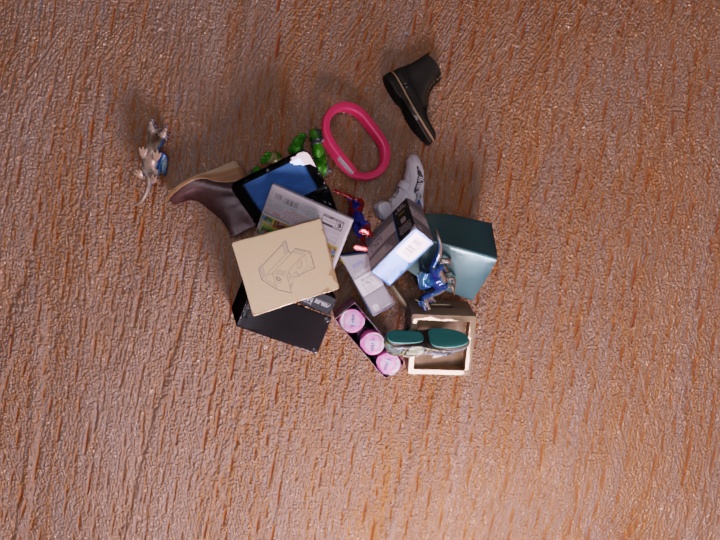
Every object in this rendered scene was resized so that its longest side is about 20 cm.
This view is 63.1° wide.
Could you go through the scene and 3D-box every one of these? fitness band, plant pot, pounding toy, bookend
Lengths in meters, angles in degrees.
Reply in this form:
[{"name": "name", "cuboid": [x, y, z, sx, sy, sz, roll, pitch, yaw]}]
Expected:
[{"name": "fitness band", "cuboid": [-0.012, -0.312, 1.423, 0.144, 0.037, 0.200, -44, 102, -26]}, {"name": "plant pot", "cuboid": [0.200, -0.048, 1.399, 0.198, 0.142, 0.142, 16, 130, -9]}, {"name": "pounding toy", "cuboid": [0.170, 0.143, 1.456, 0.198, 0.142, 0.186, 2, 108, -3]}, {"name": "bookend", "cuboid": [-0.194, 0.101, 1.394, 0.199, 0.199, 0.093, 22, 91, -17]}]

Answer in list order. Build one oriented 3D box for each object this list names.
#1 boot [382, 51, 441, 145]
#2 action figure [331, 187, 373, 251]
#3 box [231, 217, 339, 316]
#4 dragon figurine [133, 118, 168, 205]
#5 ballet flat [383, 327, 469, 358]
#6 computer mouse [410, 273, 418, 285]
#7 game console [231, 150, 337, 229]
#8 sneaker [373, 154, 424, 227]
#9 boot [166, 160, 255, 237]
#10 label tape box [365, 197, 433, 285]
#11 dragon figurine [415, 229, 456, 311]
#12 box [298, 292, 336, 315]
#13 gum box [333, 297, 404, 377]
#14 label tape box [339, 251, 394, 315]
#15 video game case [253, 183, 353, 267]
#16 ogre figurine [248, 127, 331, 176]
[{"name": "boot", "cuboid": [0.164, -0.426, 1.440, 0.138, 0.077, 0.201, -33, 97, -7]}, {"name": "action figure", "cuboid": [-0.030, -0.128, 1.381, 0.098, 0.201, 0.066, 15, 119, -15]}, {"name": "box", "cuboid": [-0.160, -0.009, 1.272, 0.198, 0.021, 0.165, -17, 97, -11]}, {"name": "dragon figurine", "cuboid": [-0.493, -0.253, 1.388, 0.058, 0.100, 0.202, 10, 112, -8]}, {"name": "ballet flat", "cuboid": [0.152, 0.173, 1.364, 0.198, 0.074, 0.075, 4, 93, -1]}, {"name": "computer mouse", "cuboid": [0.124, -0.020, 1.483, 0.200, 0.034, 0.059, 45, 71, 1]}, {"name": "game console", "cuboid": [-0.167, -0.143, 1.336, 0.199, 0.119, 0.174, -23, 71, 9]}, {"name": "sneaker", "cuboid": [0.095, -0.185, 1.444, 0.114, 0.075, 0.202, 0, 97, -8]}, {"name": "boot", "cuboid": [-0.344, -0.155, 1.408, 0.199, 0.072, 0.167, -25, 93, -7]}, {"name": "label tape box", "cuboid": [0.081, -0.083, 1.322, 0.063, 0.201, 0.144, 34, 115, -25]}, {"name": "dragon figurine", "cuboid": [0.159, 0.009, 1.332, 0.099, 0.059, 0.201, -7, 126, 20]}, {"name": "box", "cuboid": [-0.158, 0.041, 1.394, 0.199, 0.160, 0.045, 24, 90, -7]}, {"name": "gum box", "cuboid": [0.021, 0.167, 1.440, 0.066, 0.113, 0.200, -40, 96, -2]}, {"name": "label tape box", "cuboid": [0.000, 0.000, 1.405, 0.063, 0.144, 0.201, -30, 96, -2]}, {"name": "video game case", "cuboid": [-0.138, -0.073, 1.319, 0.199, 0.023, 0.183, 24, 105, 5]}, {"name": "ogre figurine", "cuboid": [-0.155, -0.248, 1.413, 0.199, 0.098, 0.120, -32, 80, -25]}]
